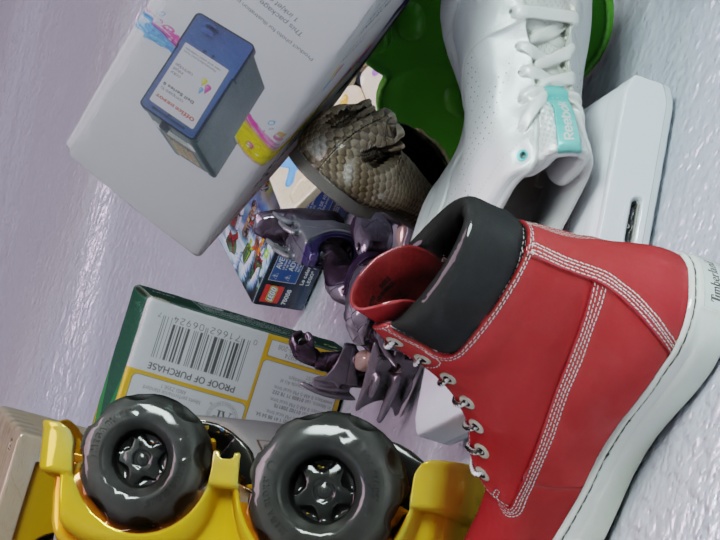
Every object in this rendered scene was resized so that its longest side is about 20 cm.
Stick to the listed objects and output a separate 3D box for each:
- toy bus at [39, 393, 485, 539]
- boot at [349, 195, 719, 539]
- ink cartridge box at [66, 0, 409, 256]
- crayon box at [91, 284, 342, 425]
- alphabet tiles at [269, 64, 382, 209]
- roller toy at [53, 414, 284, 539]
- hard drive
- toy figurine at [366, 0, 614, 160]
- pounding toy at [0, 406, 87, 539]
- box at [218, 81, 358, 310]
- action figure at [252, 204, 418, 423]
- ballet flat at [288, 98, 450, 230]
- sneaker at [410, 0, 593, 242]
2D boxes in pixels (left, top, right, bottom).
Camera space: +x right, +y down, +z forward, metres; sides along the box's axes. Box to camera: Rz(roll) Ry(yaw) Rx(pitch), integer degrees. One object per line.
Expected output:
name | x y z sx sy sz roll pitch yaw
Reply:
toy bus | -0.052 0.161 1.298 0.136 0.199 0.193 38 -121 -76
boot | 0.047 0.056 1.180 0.073 0.143 0.201 -96 26 -49
ink cartridge box | -0.033 -0.123 1.279 0.200 0.087 0.145 -50 0 45
crayon box | -0.096 0.122 1.620 0.052 0.125 0.201 -151 78 -74
alphabet tiles | -0.029 -0.133 1.693 0.200 0.015 0.196 -43 41 21
roller toy | -0.076 0.168 1.484 0.200 0.139 0.184 154 120 -66
hard drive | 0.083 0.000 1.324 0.200 0.027 0.133 147 137 -66
toy figurine | 0.072 -0.179 1.430 0.201 0.149 0.185 88 -163 -48
pounding toy | -0.181 0.193 1.701 0.142 0.199 0.185 -156 83 -73
box | -0.059 -0.089 1.774 0.137 0.040 0.200 -65 34 26
action figure | 0.000 0.000 1.531 0.131 0.069 0.200 -63 21 16
ballet flat | 0.017 -0.053 1.338 0.046 0.067 0.200 -50 -14 9
sneaker | 0.077 -0.073 1.263 0.088 0.075 0.201 -167 85 -68
